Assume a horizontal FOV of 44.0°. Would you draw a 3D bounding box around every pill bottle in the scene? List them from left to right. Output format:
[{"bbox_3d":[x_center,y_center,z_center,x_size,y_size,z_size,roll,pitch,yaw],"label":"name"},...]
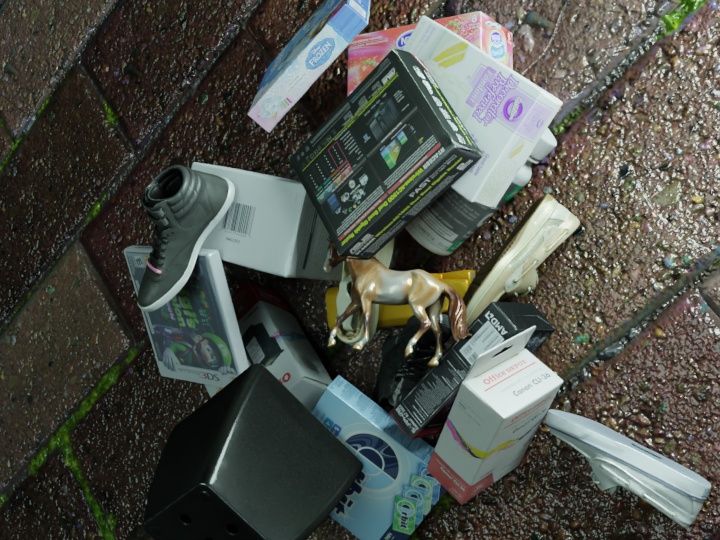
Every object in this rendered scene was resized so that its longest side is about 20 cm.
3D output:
[{"bbox_3d":[0.141,-0.123,1.123,0.200,0.113,0.113,-44,67,24],"label":"pill bottle"}]

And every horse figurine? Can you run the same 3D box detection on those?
[{"bbox_3d":[0.043,0.039,1.075,0.199,0.050,0.133,9,74,14],"label":"horse figurine"}]

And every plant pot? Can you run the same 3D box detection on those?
[{"bbox_3d":[-0.150,0.275,1.109,0.200,0.178,0.199,46,122,-9],"label":"plant pot"}]

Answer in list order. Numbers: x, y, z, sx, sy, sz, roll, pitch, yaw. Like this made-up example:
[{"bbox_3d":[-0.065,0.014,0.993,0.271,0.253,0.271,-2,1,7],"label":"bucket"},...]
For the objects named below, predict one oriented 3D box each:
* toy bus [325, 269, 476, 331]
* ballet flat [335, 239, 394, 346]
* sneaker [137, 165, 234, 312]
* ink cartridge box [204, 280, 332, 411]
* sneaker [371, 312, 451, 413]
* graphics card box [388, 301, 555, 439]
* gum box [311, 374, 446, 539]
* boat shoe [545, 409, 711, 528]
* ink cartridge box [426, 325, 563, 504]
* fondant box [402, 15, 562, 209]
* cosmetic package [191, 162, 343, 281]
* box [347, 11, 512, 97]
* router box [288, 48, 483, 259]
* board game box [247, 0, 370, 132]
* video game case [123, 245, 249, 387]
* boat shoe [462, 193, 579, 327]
[{"bbox_3d":[0.057,0.042,1.190,0.199,0.078,0.065,-9,84,32],"label":"toy bus"},{"bbox_3d":[0.000,0.000,1.139,0.069,0.069,0.201,9,96,32],"label":"ballet flat"},{"bbox_3d":[-0.248,-0.047,1.119,0.071,0.099,0.201,34,94,40],"label":"sneaker"},{"bbox_3d":[-0.144,0.137,1.273,0.146,0.083,0.200,-45,51,11],"label":"ink cartridge box"},{"bbox_3d":[0.064,0.132,1.158,0.200,0.060,0.105,135,145,-60],"label":"sneaker"},{"bbox_3d":[0.140,0.124,1.107,0.200,0.125,0.051,-51,62,20],"label":"graphics card box"},{"bbox_3d":[0.005,0.263,1.180,0.200,0.045,0.170,36,120,9],"label":"gum box"},{"bbox_3d":[0.298,0.228,1.034,0.199,0.073,0.066,26,98,31],"label":"boat shoe"},{"bbox_3d":[0.163,0.171,1.053,0.067,0.116,0.201,41,135,29],"label":"ink cartridge box"},{"bbox_3d":[0.114,-0.187,1.047,0.200,0.058,0.145,42,109,31],"label":"fondant box"},{"bbox_3d":[-0.105,-0.064,1.226,0.199,0.200,0.124,15,93,32],"label":"cosmetic package"},{"bbox_3d":[0.091,-0.264,1.169,0.199,0.102,0.095,-2,86,33],"label":"box"},{"bbox_3d":[0.025,-0.131,1.033,0.200,0.062,0.150,-42,62,28],"label":"router box"},{"bbox_3d":[-0.067,-0.306,1.229,0.043,0.200,0.199,38,114,-18],"label":"board game box"},{"bbox_3d":[-0.237,0.064,1.224,0.181,0.023,0.201,3,114,39],"label":"video game case"},{"bbox_3d":[0.191,0.002,1.098,0.065,0.072,0.200,37,91,-3],"label":"boat shoe"}]
